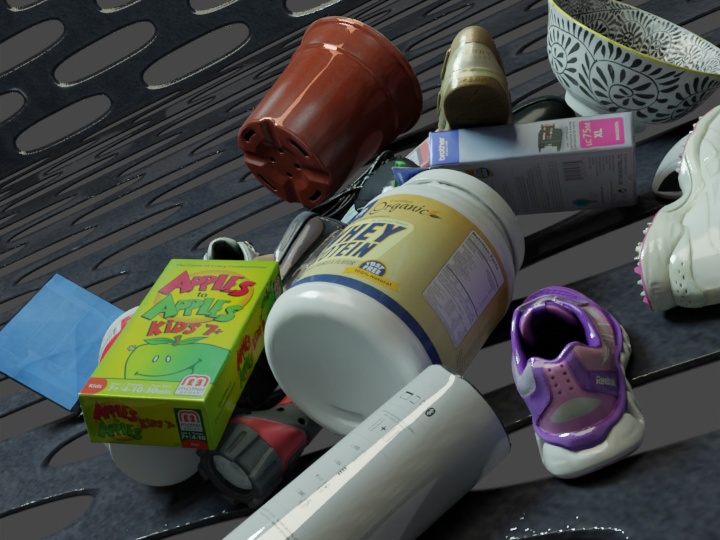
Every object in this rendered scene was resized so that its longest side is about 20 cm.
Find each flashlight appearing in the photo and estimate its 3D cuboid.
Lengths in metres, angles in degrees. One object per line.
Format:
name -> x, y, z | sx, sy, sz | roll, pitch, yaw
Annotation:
flashlight -> -0.050, 0.102, 0.882 | 0.068, 0.068, 0.200 | -5, 32, 41

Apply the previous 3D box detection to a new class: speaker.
speaker -> -0.002, 0.149, 0.683 | 0.200, 0.081, 0.081 | -38, 21, -21

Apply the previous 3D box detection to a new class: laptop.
laptop -> -0.286, 0.064, 1.224 | 0.200, 0.116, 0.187 | -20, 23, 26

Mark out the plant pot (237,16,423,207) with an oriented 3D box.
plant pot -> -0.051, -0.202, 1.453 | 0.201, 0.201, 0.195 | -4, 40, 50

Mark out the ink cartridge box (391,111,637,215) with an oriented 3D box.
ink cartridge box -> 0.135, -0.085, 0.932 | 0.199, 0.119, 0.042 | -7, 69, 12

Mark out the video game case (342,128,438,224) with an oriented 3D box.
video game case -> 0.029, -0.085, 1.201 | 0.200, 0.017, 0.143 | -41, 10, 10

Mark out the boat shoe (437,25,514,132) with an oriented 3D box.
boat shoe -> 0.102, -0.139, 0.939 | 0.071, 0.065, 0.200 | 0, -18, 2

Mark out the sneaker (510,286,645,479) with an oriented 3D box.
sneaker -> 0.135, 0.048, 0.727 | 0.080, 0.089, 0.200 | -26, 19, 13

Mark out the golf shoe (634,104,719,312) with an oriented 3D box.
golf shoe -> 0.272, -0.047, 0.790 | 0.091, 0.075, 0.200 | 4, 51, 38

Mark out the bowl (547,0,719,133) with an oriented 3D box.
bowl -> 0.263, -0.198, 1.081 | 0.201, 0.200, 0.094 | -72, 2, -62

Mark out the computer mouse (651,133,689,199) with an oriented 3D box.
computer mouse -> 0.322, -0.099, 0.885 | 0.200, 0.044, 0.110 | -7, 31, 47

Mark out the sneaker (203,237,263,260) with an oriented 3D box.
sneaker -> -0.139, -0.006, 1.225 | 0.074, 0.089, 0.200 | -23, 20, -2

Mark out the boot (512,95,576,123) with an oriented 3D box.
boot -> 0.134, -0.087, 1.074 | 0.198, 0.073, 0.163 | -32, 16, 16

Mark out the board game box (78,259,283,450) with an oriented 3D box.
board game box -> -0.138, 0.061, 0.878 | 0.101, 0.048, 0.200 | 1, 31, 13

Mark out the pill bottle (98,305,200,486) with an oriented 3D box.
pill bottle -> -0.182, 0.110, 0.977 | 0.112, 0.112, 0.200 | -30, 20, -1

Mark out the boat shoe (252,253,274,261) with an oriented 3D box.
boat shoe -> -0.033, 0.014, 1.084 | 0.200, 0.070, 0.071 | -13, 64, 40

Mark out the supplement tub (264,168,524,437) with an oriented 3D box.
supplement tub -> 0.033, 0.022, 0.844 | 0.144, 0.145, 0.200 | -11, 27, 42

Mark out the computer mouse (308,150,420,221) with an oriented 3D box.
computer mouse -> 0.001, -0.068, 1.092 | 0.140, 0.046, 0.200 | -42, 21, 0

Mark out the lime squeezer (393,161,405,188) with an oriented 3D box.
lime squeezer -> 0.000, 0.000, 0.970 | 0.200, 0.071, 0.038 | -54, 16, 3

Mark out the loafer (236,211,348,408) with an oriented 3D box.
loafer -> -0.061, 0.036, 0.992 | 0.063, 0.072, 0.200 | 11, 67, 30
